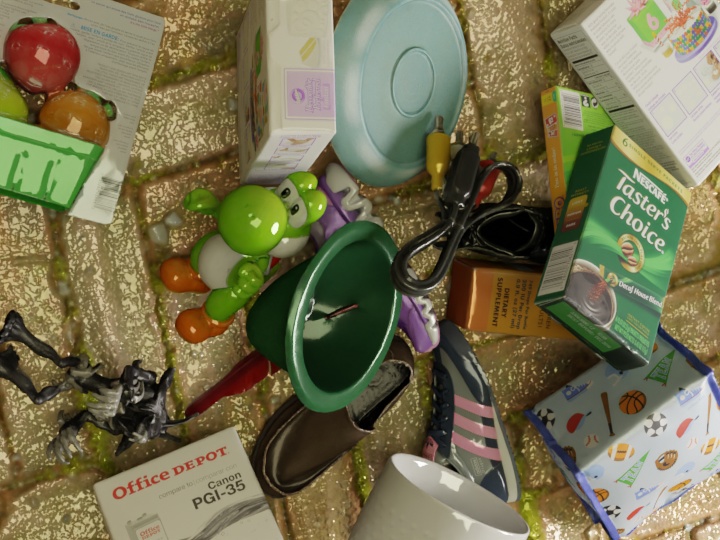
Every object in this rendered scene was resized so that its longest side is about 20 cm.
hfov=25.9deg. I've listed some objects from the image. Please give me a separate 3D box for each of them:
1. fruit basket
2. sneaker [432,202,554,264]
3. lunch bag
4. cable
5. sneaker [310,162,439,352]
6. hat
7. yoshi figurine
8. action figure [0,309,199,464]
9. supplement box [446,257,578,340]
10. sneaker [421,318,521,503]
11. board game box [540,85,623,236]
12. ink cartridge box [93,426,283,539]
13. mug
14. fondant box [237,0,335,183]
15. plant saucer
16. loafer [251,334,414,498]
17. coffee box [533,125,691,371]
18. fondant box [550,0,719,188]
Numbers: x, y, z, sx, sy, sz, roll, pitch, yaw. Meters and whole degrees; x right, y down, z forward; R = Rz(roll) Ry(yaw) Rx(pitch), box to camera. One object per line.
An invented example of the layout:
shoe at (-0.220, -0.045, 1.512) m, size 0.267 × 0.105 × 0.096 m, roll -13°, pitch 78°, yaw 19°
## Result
fruit basket at (-0.288, -0.159, 1.405) m, size 0.185 × 0.094 × 0.200 m, roll 15°, pitch 77°, yaw -15°
sneaker at (0.156, -0.034, 1.507) m, size 0.199 × 0.104 × 0.060 m, roll 5°, pitch 96°, yaw -14°
lunch bag at (0.276, 0.168, 1.542) m, size 0.170 × 0.124 × 0.200 m, roll -36°, pitch 134°, yaw 1°
cable at (0.085, -0.047, 1.425) m, size 0.097 × 0.050 × 0.200 m, roll 29°, pitch 61°, yaw -14°
sneaker at (0.000, 0.000, 1.488) m, size 0.088 × 0.080 × 0.200 m, roll -34°, pitch 94°, yaw -1°
hat at (-0.083, 0.035, 1.427) m, size 0.200 × 0.176 × 0.166 m, roll -61°, pitch 143°, yaw -21°
yoshi figurine at (-0.114, -0.020, 1.388) m, size 0.112 × 0.112 × 0.200 m, roll 37°, pitch 129°, yaw -13°
action figure at (-0.248, 0.120, 1.424) m, size 0.200 × 0.102 × 0.119 m, roll 28°, pitch 121°, yaw -13°
supplement box at (0.190, 0.031, 1.543) m, size 0.200 × 0.069 × 0.067 m, roll 4°, pitch 97°, yaw -18°
sneaker at (0.092, 0.150, 1.532) m, size 0.082 × 0.070 × 0.200 m, roll -22°, pitch 100°, yaw -12°
board game box at (0.223, -0.073, 1.508) m, size 0.095 × 0.030 × 0.201 m, roll 7°, pitch 71°, yaw -38°
ink cartridge box at (-0.142, 0.264, 1.429) m, size 0.146 × 0.083 × 0.200 m, roll -22°, pitch 65°, yaw -10°
mug at (0.073, 0.294, 1.448) m, size 0.200 × 0.148 × 0.176 m, roll 30°, pitch 98°, yaw 23°
fondant box at (-0.068, -0.165, 1.364) m, size 0.058 × 0.200 × 0.145 m, roll 0°, pitch 81°, yaw -10°
plant saucer at (0.041, -0.174, 1.443) m, size 0.200 × 0.027 × 0.201 m, roll -17°, pitch 113°, yaw -47°
loafer at (-0.025, 0.139, 1.501) m, size 0.073 × 0.071 × 0.200 m, roll 44°, pitch 85°, yaw -15°
coffee box at (0.238, -0.023, 1.461) m, size 0.123 × 0.044 × 0.200 m, roll 38°, pitch 56°, yaw -26°
fondant box at (0.300, -0.200, 1.531) m, size 0.144 × 0.058 × 0.200 m, roll -44°, pitch 106°, yaw -21°
